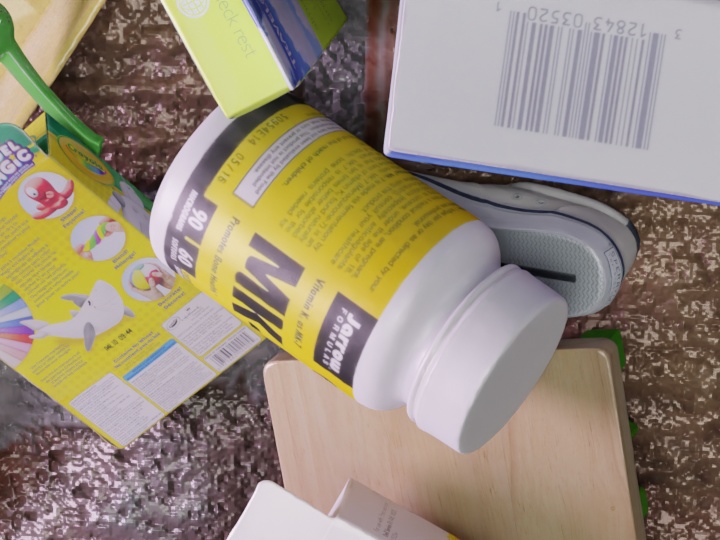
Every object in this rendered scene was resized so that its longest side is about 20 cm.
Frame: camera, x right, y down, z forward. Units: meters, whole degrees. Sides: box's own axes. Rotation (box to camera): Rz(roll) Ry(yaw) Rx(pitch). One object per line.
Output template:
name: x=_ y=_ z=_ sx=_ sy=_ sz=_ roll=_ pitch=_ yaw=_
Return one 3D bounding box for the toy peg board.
toy peg board: x=0.070 y=0.126 z=1.411 sx=0.199 sy=0.098 sz=0.200 roll=-3 pitch=106 yaw=24

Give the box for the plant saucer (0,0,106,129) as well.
plant saucer: x=-0.231 y=-0.182 z=1.370 sx=0.200 sy=0.048 sz=0.200 roll=35 pitch=106 yaw=-4

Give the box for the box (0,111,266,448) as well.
box: x=-0.160 y=0.002 z=1.373 sx=0.117 sy=0.048 sz=0.200 roll=-37 pitch=125 yaw=17

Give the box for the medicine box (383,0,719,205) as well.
medicine box: x=0.114 y=-0.112 z=1.270 sx=0.182 sy=0.200 sz=0.103 roll=9 pitch=104 yaw=4

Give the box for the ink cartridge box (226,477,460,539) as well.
ink cartridge box: x=0.014 y=0.192 z=1.338 sx=0.200 sy=0.067 sz=0.117 roll=30 pitch=106 yaw=-1

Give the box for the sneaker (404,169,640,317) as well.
sneaker: x=0.056 y=-0.018 z=1.375 sx=0.200 sy=0.071 sz=0.073 roll=16 pitch=113 yaw=24

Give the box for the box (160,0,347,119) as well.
box: x=-0.064 y=-0.152 z=1.279 sx=0.048 sy=0.200 sz=0.122 roll=-27 pitch=101 yaw=13

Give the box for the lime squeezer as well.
lime squeezer: x=-0.227 y=-0.122 z=1.350 sx=0.200 sy=0.038 sz=0.071 roll=17 pitch=138 yaw=1

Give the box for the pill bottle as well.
pill bottle: x=0.000 y=0.000 z=1.301 sx=0.200 sy=0.114 sz=0.114 roll=34 pitch=108 yaw=19
